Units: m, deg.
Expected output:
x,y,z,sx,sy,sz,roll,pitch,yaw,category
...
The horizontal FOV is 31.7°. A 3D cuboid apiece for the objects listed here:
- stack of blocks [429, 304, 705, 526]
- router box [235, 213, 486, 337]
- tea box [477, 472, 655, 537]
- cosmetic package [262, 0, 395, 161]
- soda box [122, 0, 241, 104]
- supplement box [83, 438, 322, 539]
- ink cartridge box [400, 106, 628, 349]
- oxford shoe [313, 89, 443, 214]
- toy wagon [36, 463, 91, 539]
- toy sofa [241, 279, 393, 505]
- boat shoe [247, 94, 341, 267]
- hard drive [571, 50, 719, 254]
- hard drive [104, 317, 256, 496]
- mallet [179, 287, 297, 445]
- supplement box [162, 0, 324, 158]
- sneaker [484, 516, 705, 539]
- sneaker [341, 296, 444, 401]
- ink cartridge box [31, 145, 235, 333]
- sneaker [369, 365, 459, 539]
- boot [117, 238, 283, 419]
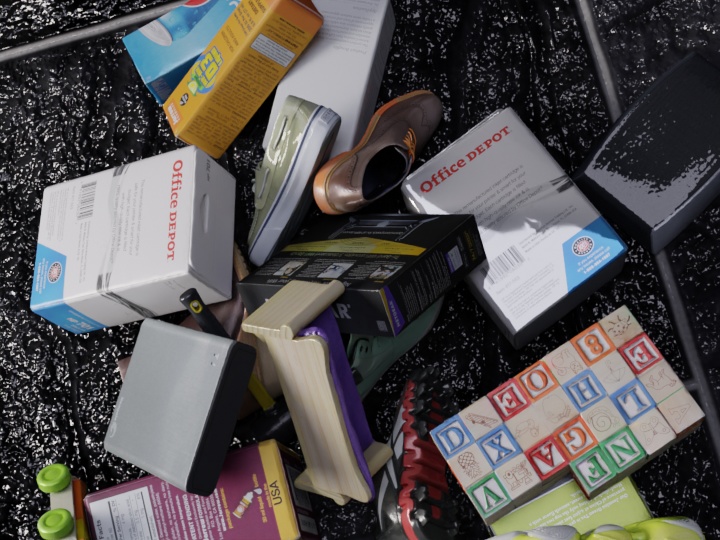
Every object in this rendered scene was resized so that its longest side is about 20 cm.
x,y,z,sx,sy,sz,roll,pitch,yaw,category
0.173,0.135,1.071,0.199,0.059,0.115,-32,71,-2,stack of blocks
0.000,0.000,1.258,0.199,0.052,0.157,3,30,43,router box
0.190,0.237,1.175,0.133,0.200,0.198,-27,74,0,tea box
-0.032,-0.208,1.401,0.101,0.074,0.201,12,79,12,cosmetic package
-0.163,-0.273,1.442,0.199,0.064,0.068,-29,72,-1,soda box
-0.153,0.250,1.260,0.199,0.131,0.104,-17,74,4,supplement box
0.158,-0.044,1.318,0.146,0.086,0.200,-36,71,-3,ink cartridge box
0.038,-0.124,1.337,0.073,0.072,0.200,2,41,46,oxford shoe
-0.283,0.266,1.266,0.039,0.156,0.200,-14,33,-6,toy wagon
-0.026,0.114,1.180,0.097,0.201,0.083,6,33,38,toy sofa
-0.081,-0.095,1.339,0.062,0.072,0.201,31,118,9,boat shoe
0.330,-0.131,1.339,0.135,0.042,0.200,42,84,16,hard drive
-0.175,0.125,1.207,0.033,0.200,0.140,21,83,-32,hard drive
-0.111,0.093,1.276,0.066,0.041,0.201,-29,114,-8,mallet
-0.129,-0.222,1.376,0.200,0.069,0.067,-51,41,19,supplement box
0.184,0.259,1.027,0.199,0.076,0.106,-7,75,6,sneaker
0.020,0.050,1.296,0.074,0.118,0.201,32,80,17,sneaker
-0.236,-0.030,1.328,0.199,0.086,0.147,-12,62,23,ink cartridge box
0.048,0.192,1.272,0.098,0.071,0.201,-30,43,39,sneaker
-0.180,0.069,1.343,0.165,0.072,0.201,-17,77,0,boot
